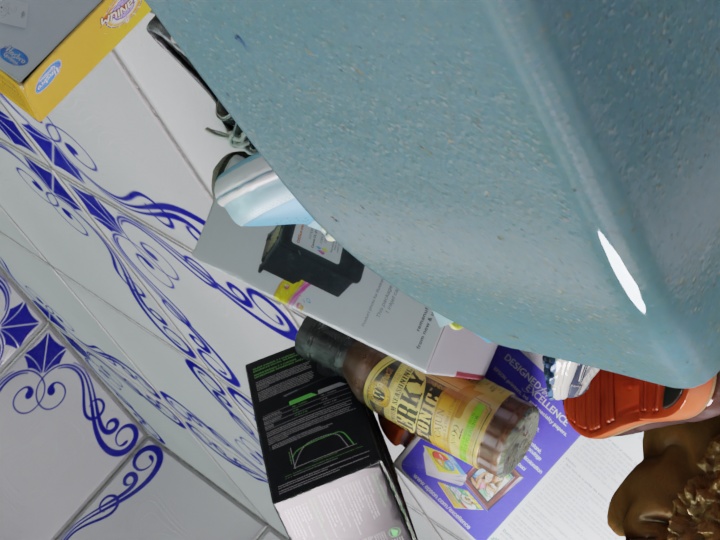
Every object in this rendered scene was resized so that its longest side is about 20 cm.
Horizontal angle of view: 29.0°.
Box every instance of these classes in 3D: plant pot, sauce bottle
[{"bbox_3d":[0.080,-0.075,0.508,0.196,0.196,0.201,12,139,52],"label":"plant pot"},{"bbox_3d":[0.039,0.090,1.072,0.199,0.065,0.065,25,158,25],"label":"sauce bottle"}]

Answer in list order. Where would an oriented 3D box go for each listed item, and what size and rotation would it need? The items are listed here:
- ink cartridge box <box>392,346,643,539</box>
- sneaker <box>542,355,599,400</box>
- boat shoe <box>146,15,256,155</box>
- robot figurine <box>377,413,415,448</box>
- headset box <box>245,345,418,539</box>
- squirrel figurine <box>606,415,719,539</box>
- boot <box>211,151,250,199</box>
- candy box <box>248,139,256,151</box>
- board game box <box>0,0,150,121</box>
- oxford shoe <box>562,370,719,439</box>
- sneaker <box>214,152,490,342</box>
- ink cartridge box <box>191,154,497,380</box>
[{"bbox_3d":[0.155,0.150,1.086,0.198,0.043,0.201,43,120,10],"label":"ink cartridge box"},{"bbox_3d":[0.152,0.017,0.812,0.084,0.078,0.201,2,146,-1],"label":"sneaker"},{"bbox_3d":[-0.082,-0.124,1.044,0.200,0.068,0.073,51,161,-29],"label":"boat shoe"},{"bbox_3d":[0.098,0.133,1.199,0.199,0.117,0.144,38,173,12],"label":"robot figurine"},{"bbox_3d":[-0.018,0.175,1.159,0.200,0.092,0.175,-111,0,-58],"label":"headset box"},{"bbox_3d":[0.215,0.172,0.896,0.141,0.187,0.200,43,163,-3],"label":"squirrel figurine"},{"bbox_3d":[-0.083,-0.049,1.174,0.130,0.068,0.200,25,174,44],"label":"boot"},{"bbox_3d":[-0.002,-0.141,0.694,0.200,0.135,0.062,94,162,-68],"label":"candy box"},{"bbox_3d":[-0.179,-0.206,0.829,0.153,0.200,0.040,36,164,19],"label":"board game box"},{"bbox_3d":[0.190,0.075,0.896,0.072,0.072,0.200,4,175,-17],"label":"oxford shoe"},{"bbox_3d":[0.024,-0.017,0.775,0.079,0.198,0.132,155,103,-71],"label":"sneaker"},{"bbox_3d":[0.000,0.000,1.009,0.199,0.084,0.146,25,-177,22],"label":"ink cartridge box"}]
